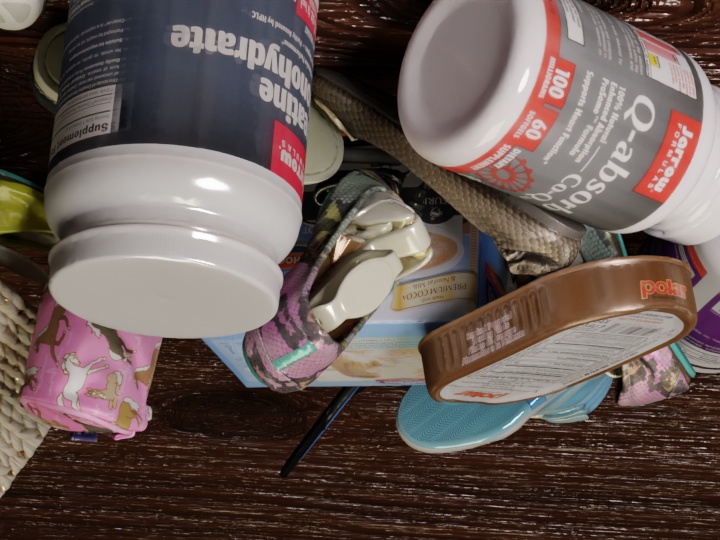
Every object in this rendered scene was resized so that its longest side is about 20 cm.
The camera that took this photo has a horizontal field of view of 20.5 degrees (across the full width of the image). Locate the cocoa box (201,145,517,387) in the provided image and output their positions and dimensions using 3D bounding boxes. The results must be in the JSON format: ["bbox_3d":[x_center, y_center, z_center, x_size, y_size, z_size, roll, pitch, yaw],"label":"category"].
[{"bbox_3d":[0.000,0.000,1.360,0.199,0.132,0.133,-2,158,14],"label":"cocoa box"}]

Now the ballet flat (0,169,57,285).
[{"bbox_3d":[-0.203,-0.016,1.444,0.199,0.067,0.067,18,154,-31],"label":"ballet flat"}]

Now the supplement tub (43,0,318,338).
[{"bbox_3d":[-0.097,-0.077,1.085,0.139,0.201,0.140,3,159,1],"label":"supplement tub"}]

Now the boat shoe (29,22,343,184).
[{"bbox_3d":[-0.110,-0.093,1.223,0.198,0.075,0.066,12,160,-20],"label":"boat shoe"}]

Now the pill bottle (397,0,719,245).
[{"bbox_3d":[0.129,-0.088,1.135,0.199,0.116,0.116,19,154,-34],"label":"pill bottle"}]

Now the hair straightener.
[{"bbox_3d":[0.016,-0.064,1.267,0.199,0.077,0.041,-6,174,22],"label":"hair straightener"}]

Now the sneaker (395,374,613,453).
[{"bbox_3d":[0.124,0.101,1.578,0.199,0.080,0.131,-26,157,-5],"label":"sneaker"}]

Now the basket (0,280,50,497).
[{"bbox_3d":[-0.326,0.052,1.407,0.200,0.161,0.198,35,172,27],"label":"basket"}]

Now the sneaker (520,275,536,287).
[{"bbox_3d":[0.165,0.022,1.415,0.087,0.075,0.200,39,177,9],"label":"sneaker"}]

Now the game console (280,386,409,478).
[{"bbox_3d":[0.039,0.106,1.646,0.175,0.117,0.200,9,159,-11],"label":"game console"}]

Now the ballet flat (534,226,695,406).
[{"bbox_3d":[0.151,0.006,1.296,0.071,0.201,0.069,-26,-161,4],"label":"ballet flat"}]

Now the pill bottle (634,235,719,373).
[{"bbox_3d":[0.248,0.000,1.343,0.112,0.113,0.200,7,159,-9],"label":"pill bottle"}]

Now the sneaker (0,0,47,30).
[{"bbox_3d":[-0.240,-0.148,1.047,0.075,0.116,0.200,-7,156,26],"label":"sneaker"}]

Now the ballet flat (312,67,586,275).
[{"bbox_3d":[0.045,-0.058,1.192,0.200,0.046,0.067,35,-162,16],"label":"ballet flat"}]

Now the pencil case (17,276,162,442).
[{"bbox_3d":[-0.163,0.013,1.338,0.082,0.201,0.087,5,161,26],"label":"pencil case"}]

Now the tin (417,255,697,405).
[{"bbox_3d":[0.119,0.041,1.226,0.112,0.042,0.200,10,154,-36],"label":"tin"}]

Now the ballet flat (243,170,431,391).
[{"bbox_3d":[-0.001,-0.001,1.162,0.071,0.200,0.069,-21,111,33],"label":"ballet flat"}]
